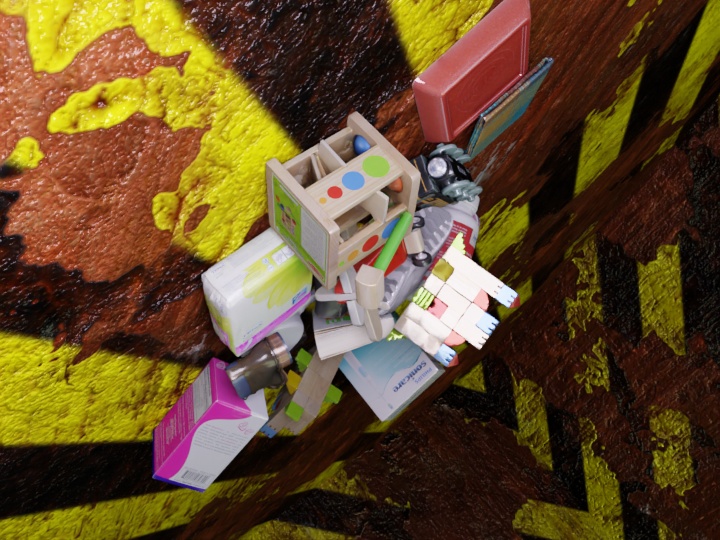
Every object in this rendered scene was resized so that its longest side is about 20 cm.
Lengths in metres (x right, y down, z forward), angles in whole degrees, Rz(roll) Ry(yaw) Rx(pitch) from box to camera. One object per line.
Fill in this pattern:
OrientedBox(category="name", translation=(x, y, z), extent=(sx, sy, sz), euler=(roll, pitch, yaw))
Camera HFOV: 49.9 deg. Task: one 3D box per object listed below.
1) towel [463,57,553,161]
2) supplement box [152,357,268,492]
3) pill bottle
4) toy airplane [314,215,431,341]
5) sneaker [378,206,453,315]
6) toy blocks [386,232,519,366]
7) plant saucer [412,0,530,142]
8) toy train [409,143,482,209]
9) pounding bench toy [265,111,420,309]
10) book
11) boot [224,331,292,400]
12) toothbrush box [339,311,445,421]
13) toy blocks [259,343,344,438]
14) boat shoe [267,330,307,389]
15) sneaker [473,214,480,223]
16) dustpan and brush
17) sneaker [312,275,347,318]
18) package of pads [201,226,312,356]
OrientedBox(category="towel", translation=(0.228, -0.252, 1.226), extent=(0.146, 0.022, 0.200), euler=(-42, 173, -6))
OrientedBox(category="supplement box", translation=(-0.252, 0.257, 1.282), extent=(0.101, 0.104, 0.200), euler=(27, 117, -31))
OrientedBox(category="pill bottle", translation=(0.141, -0.040, 1.345), extent=(0.112, 0.111, 0.202), euler=(49, 56, -73))
OrientedBox(category="toy airplane", translation=(-0.004, -0.011, 1.112), extent=(0.198, 0.140, 0.202), euler=(23, 80, -52))
OrientedBox(category="sneaker", translation=(0.075, -0.015, 1.230), extent=(0.200, 0.075, 0.082), euler=(-50, 158, 4))
OrientedBox(category="toy blocks", translation=(0.150, 0.065, 1.186), extent=(0.201, 0.136, 0.100), euler=(-54, 173, 3))
OrientedBox(category="plant saucer", translation=(0.166, -0.271, 1.082), extent=(0.199, 0.037, 0.200), euler=(-41, 164, -1))
OrientedBox(category="toy train", translation=(0.120, -0.140, 1.221), extent=(0.113, 0.086, 0.200), euler=(-22, 173, 18))
OrientedBox(category="pounding bench toy", translation=(0.007, -0.064, 0.935), extent=(0.155, 0.200, 0.125), euler=(-33, 155, -22))
OrientedBox(category="book", translation=(-0.014, 0.090, 1.331), extent=(0.132, 0.049, 0.200), euler=(-14, -171, -3))
OrientedBox(category="boot", translation=(-0.167, 0.156, 1.205), extent=(0.096, 0.075, 0.200), euler=(-26, 165, -18))
OrientedBox(category="toothbrush box", translation=(0.041, 0.162, 1.473), extent=(0.146, 0.200, 0.085), euler=(-43, 163, 6))
OrientedBox(category="toy blocks", translation=(-0.104, 0.214, 1.357), extent=(0.137, 0.100, 0.201), euler=(-46, -168, 43))
OrientedBox(category="boat shoe", translation=(-0.167, 0.183, 1.392), extent=(0.200, 0.073, 0.075), euler=(-41, 163, -3))
OrientedBox(category="sneaker", translation=(0.179, -0.051, 1.589), extent=(0.201, 0.080, 0.088), euler=(-51, 168, 25))
OrientedBox(category="dustpan and brush", translation=(-0.123, 0.087, 1.313), extent=(0.199, 0.057, 0.140), euler=(-30, 153, -14))
OrientedBox(category="sneaker", translation=(0.000, 0.000, 1.269), extent=(0.198, 0.075, 0.107), euler=(-20, 133, -33))
OrientedBox(category="package of pads", translation=(-0.141, 0.026, 1.079), extent=(0.154, 0.068, 0.201), euler=(-36, 162, -21))
